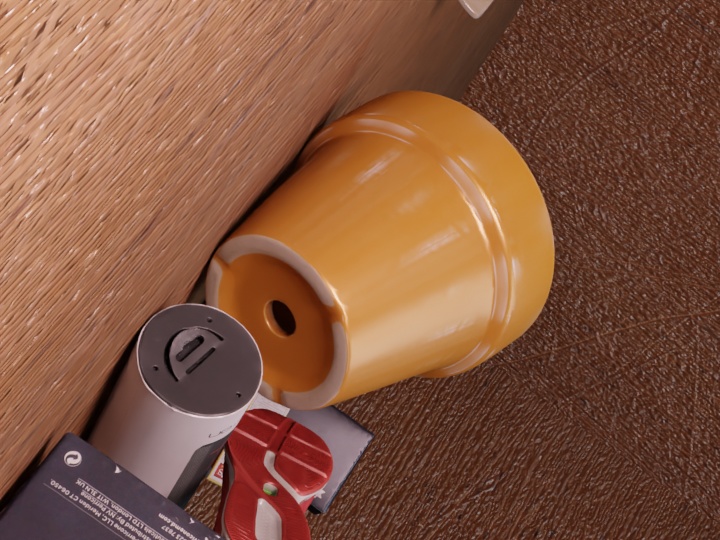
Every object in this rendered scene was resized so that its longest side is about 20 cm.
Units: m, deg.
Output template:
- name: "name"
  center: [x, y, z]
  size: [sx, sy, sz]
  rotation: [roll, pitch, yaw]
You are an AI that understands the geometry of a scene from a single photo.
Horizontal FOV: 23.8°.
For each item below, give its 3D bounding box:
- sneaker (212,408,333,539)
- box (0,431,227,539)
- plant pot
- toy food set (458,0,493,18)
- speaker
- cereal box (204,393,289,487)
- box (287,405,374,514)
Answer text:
- name: "sneaker"
  center: [-0.079, 0.173, 1.098]
  size: [0.116, 0.078, 0.200]
  rotation: [-61, -177, 20]
- name: "box"
  center: [-0.193, 0.231, 0.970]
  size: [0.199, 0.123, 0.200]
  rotation: [-56, 180, -36]
- name: "plant pot"
  center: [0.000, 0.000, 1.161]
  size: [0.183, 0.200, 0.200]
  rotation: [-31, 162, -45]
- name: "toy food set"
  center: [0.156, -0.307, 1.390]
  size: [0.144, 0.060, 0.200]
  rotation: [-54, 178, -38]
- name: "speaker"
  center: [-0.129, 0.104, 1.090]
  size: [0.081, 0.081, 0.200]
  rotation: [-54, 178, -40]
- name: "cereal box"
  center: [-0.082, 0.071, 1.395]
  size: [0.200, 0.039, 0.144]
  rotation: [-60, -156, 0]
- name: "box"
  center: [-0.098, 0.199, 2.101]
  size: [0.118, 0.196, 0.200]
  rotation: [-55, 179, -9]
